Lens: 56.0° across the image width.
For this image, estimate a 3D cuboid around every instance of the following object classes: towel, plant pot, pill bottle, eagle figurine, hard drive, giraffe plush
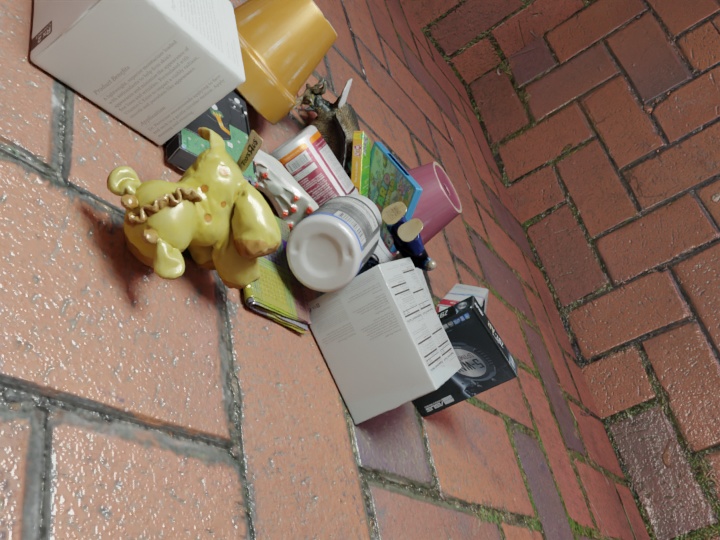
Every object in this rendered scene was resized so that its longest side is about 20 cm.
[{"bbox_3d":[-0.137,-0.011,1.011,0.143,0.023,0.202,30,37,-51],"label":"towel"},{"bbox_3d":[0.120,-0.144,1.514,0.200,0.178,0.201,48,24,-30],"label":"plant pot"},{"bbox_3d":[-0.032,-0.052,1.051,0.115,0.113,0.200,58,21,-8],"label":"pill bottle"},{"bbox_3d":[-0.071,-0.143,1.192,0.201,0.109,0.110,56,23,-15],"label":"pill bottle"},{"bbox_3d":[-0.059,-0.270,1.336,0.201,0.151,0.150,58,-18,-24],"label":"eagle figurine"},{"bbox_3d":[-0.225,-0.212,1.005,0.139,0.038,0.202,23,40,-42],"label":"hard drive"},{"bbox_3d":[-0.146,-0.387,1.151,0.201,0.183,0.200,49,8,-10],"label":"plant pot"},{"bbox_3d":[-0.199,-0.058,0.776,0.172,0.202,0.162,36,41,21],"label":"giraffe plush"}]

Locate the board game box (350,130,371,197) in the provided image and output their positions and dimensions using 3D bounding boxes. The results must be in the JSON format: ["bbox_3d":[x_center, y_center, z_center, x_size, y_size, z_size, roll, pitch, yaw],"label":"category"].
[{"bbox_3d":[-0.001,-0.170,1.363,0.095,0.030,0.203,9,82,-80],"label":"board game box"}]

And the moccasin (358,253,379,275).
[{"bbox_3d":[0.000,0.000,1.217,0.199,0.080,0.069,19,52,-60],"label":"moccasin"}]

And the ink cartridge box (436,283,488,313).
[{"bbox_3d":[0.217,0.124,1.460,0.200,0.082,0.148,-32,128,-68],"label":"ink cartridge box"}]

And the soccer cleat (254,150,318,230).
[{"bbox_3d":[-0.128,-0.133,1.119,0.200,0.069,0.078,45,24,-30],"label":"soccer cleat"}]

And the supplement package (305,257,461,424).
[{"bbox_3d":[0.037,0.107,1.077,0.202,0.151,0.150,64,24,5],"label":"supplement package"}]

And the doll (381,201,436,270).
[{"bbox_3d":[0.077,-0.053,1.151,0.137,0.048,0.200,49,-5,19],"label":"doll"}]

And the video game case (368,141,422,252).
[{"bbox_3d":[0.050,-0.151,1.366,0.018,0.144,0.201,3,34,-29],"label":"video game case"}]

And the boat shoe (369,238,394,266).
[{"bbox_3d":[0.026,-0.011,1.324,0.200,0.073,0.066,50,52,-36],"label":"boat shoe"}]

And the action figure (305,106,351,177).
[{"bbox_3d":[-0.052,-0.274,1.463,0.201,0.054,0.119,60,20,-23],"label":"action figure"}]

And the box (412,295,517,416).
[{"bbox_3d":[0.157,0.158,1.219,0.161,0.199,0.044,56,23,-15],"label":"box"}]

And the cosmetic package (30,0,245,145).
[{"bbox_3d":[-0.278,-0.305,0.859,0.200,0.164,0.167,35,34,-50],"label":"cosmetic package"}]

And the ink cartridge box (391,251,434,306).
[{"bbox_3d":[0.085,0.051,1.299,0.202,0.056,0.163,65,29,-22],"label":"ink cartridge box"}]
